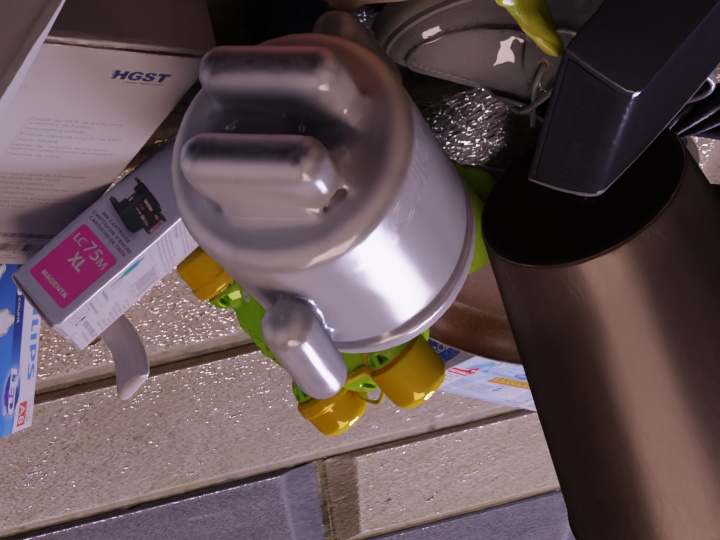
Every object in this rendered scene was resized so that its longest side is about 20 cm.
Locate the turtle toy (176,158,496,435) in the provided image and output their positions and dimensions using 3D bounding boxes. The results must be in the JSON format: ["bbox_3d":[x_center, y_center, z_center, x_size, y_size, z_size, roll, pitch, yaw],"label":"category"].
[{"bbox_3d":[0.000,0.000,0.966,0.199,0.146,0.101,-25,-160,49],"label":"turtle toy"}]

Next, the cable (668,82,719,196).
[{"bbox_3d":[0.223,-0.058,1.002,0.198,0.051,0.163,7,152,-26],"label":"cable"}]

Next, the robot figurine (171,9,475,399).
[{"bbox_3d":[-0.013,-0.031,0.783,0.112,0.171,0.200,7,162,21],"label":"robot figurine"}]

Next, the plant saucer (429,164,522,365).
[{"bbox_3d":[0.082,-0.006,1.044,0.198,0.032,0.201,15,151,8],"label":"plant saucer"}]

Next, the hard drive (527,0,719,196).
[{"bbox_3d":[0.156,-0.128,0.793,0.200,0.042,0.135,-49,167,-20],"label":"hard drive"}]

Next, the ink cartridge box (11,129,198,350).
[{"bbox_3d":[-0.086,-0.042,0.877,0.200,0.042,0.119,-40,177,-8],"label":"ink cartridge box"}]

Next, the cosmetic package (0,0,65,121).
[{"bbox_3d":[-0.226,-0.067,0.567,0.199,0.166,0.165,30,143,-13],"label":"cosmetic package"}]

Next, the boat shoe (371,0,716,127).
[{"bbox_3d":[0.104,-0.114,0.894,0.199,0.072,0.070,-4,155,-26],"label":"boat shoe"}]

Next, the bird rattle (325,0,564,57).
[{"bbox_3d":[-0.001,-0.150,0.714,0.199,0.114,0.162,11,165,-43],"label":"bird rattle"}]

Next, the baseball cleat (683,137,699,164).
[{"bbox_3d":[0.119,-0.039,1.104,0.200,0.070,0.106,-40,142,27],"label":"baseball cleat"}]

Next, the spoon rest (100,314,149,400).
[{"bbox_3d":[-0.229,0.031,1.062,0.198,0.061,0.099,14,145,-27],"label":"spoon rest"}]

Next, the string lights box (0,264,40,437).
[{"bbox_3d":[-0.231,0.043,0.906,0.058,0.104,0.200,6,-176,9],"label":"string lights box"}]

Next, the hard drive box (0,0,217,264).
[{"bbox_3d":[-0.181,-0.082,0.781,0.155,0.077,0.200,1,153,-35],"label":"hard drive box"}]

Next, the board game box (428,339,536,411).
[{"bbox_3d":[0.166,0.044,1.296,0.198,0.041,0.199,-27,156,27],"label":"board game box"}]

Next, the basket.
[{"bbox_3d":[0.152,0.031,0.917,0.180,0.136,0.201,-39,125,-11],"label":"basket"}]
